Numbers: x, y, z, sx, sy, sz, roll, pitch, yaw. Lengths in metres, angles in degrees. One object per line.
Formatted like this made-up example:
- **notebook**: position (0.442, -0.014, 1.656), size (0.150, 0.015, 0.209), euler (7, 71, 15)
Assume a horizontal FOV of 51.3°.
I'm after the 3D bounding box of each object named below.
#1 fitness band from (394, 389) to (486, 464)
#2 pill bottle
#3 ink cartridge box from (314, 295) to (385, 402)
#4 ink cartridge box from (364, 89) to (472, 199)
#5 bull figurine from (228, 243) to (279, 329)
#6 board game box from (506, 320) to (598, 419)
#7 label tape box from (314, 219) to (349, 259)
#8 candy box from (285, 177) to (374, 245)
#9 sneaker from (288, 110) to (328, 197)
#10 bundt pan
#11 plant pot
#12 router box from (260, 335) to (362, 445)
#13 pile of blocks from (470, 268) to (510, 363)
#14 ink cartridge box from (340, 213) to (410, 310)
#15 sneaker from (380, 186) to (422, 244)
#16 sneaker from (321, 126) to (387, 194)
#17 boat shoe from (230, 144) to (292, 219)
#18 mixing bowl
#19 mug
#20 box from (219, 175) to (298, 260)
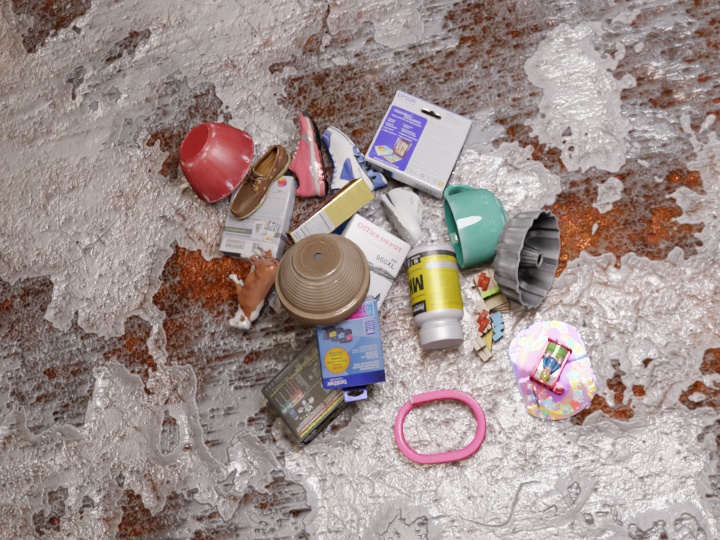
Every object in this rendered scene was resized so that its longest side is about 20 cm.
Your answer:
- **fitness band**: position (0.165, 0.326, 1.563), size (0.195, 0.037, 0.147), euler (-11, 73, 14)
- **pill bottle**: position (0.161, 0.057, 1.595), size (0.111, 0.114, 0.205), euler (-10, 72, 12)
- **ink cartridge box**: position (-0.021, 0.163, 1.547), size (0.133, 0.076, 0.206), euler (-8, 98, -4)
- **ink cartridge box**: position (0.134, -0.290, 1.708), size (0.194, 0.044, 0.203), euler (24, 70, 7)
- **bull figurine**: position (-0.248, 0.038, 1.721), size (0.201, 0.064, 0.122), euler (-52, 59, 21)
- **board game box**: position (0.391, 0.198, 1.531), size (0.155, 0.039, 0.204), euler (-19, 71, 10)
- **label tape box**: position (-0.070, -0.032, 1.711), size (0.142, 0.066, 0.202), euler (33, 87, 21)
- **candy box**: position (-0.070, -0.121, 1.643), size (0.198, 0.117, 0.057), euler (-37, 100, -6)
- **sneaker**: position (-0.132, -0.269, 1.758), size (0.084, 0.074, 0.206), euler (-9, 93, 7)
- **bundt pan**: position (0.335, -0.028, 1.535), size (0.075, 0.201, 0.206), euler (12, 78, 36)
- **plant pot**: position (-0.079, -0.002, 1.490), size (0.195, 0.093, 0.205), euler (-3, 59, 4)
- **router box**: position (-0.099, 0.256, 1.641), size (0.200, 0.062, 0.150), euler (-43, 69, 1)
- **pile of blocks**: position (0.274, 0.089, 1.583), size (0.080, 0.062, 0.205), euler (-1, 75, 15)
- **ink cartridge box**: position (0.000, 0.000, 1.619), size (0.142, 0.084, 0.203), euler (28, 87, -7)
- **sneaker**: position (0.104, -0.130, 1.646), size (0.079, 0.078, 0.201), euler (-21, 35, -3)
- **sneaker**: position (-0.041, -0.236, 1.750), size (0.115, 0.081, 0.200), euler (-43, 70, -2)
- **boat shoe**: position (-0.244, -0.214, 1.764), size (0.072, 0.068, 0.201), euler (37, 87, 21)
- **mixing bowl**: position (-0.362, -0.278, 1.800), size (0.197, 0.108, 0.205), euler (-18, 56, 28)
- **mug**: position (0.246, -0.111, 1.592), size (0.112, 0.152, 0.190), euler (-14, 84, -1)
- **box**: position (-0.244, -0.130, 1.799), size (0.152, 0.041, 0.205), euler (7, 78, 17)
